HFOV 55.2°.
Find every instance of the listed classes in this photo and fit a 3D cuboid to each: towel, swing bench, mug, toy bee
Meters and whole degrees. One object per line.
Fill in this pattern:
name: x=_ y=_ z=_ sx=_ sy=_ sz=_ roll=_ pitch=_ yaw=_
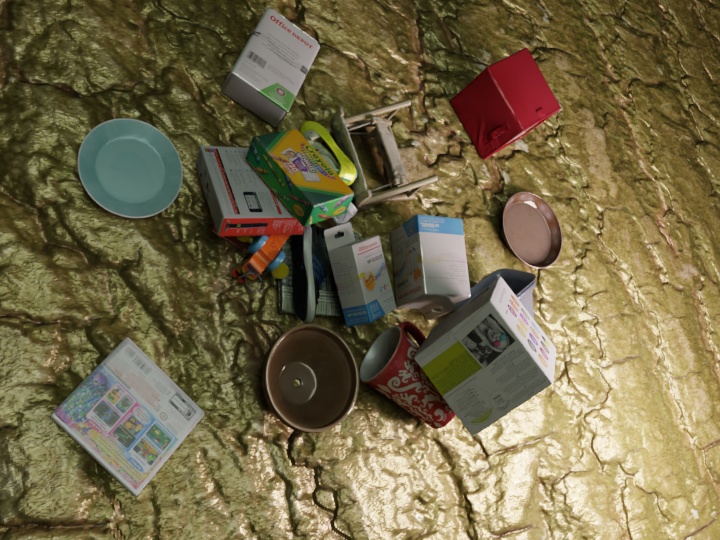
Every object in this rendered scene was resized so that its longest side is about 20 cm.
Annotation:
towel: x=-0.088 y=0.002 z=1.460 sx=0.195 sy=0.034 sz=0.199 roll=7 pitch=74 yaw=-29
swing bench: x=0.038 y=-0.256 z=1.552 sx=0.196 sy=0.129 sz=0.204 roll=-15 pitch=82 yaw=-26
mug: x=0.122 y=0.212 z=1.445 sx=0.199 sy=0.133 sz=0.180 roll=39 pitch=70 yaw=-16
toy bee: x=-0.208 y=-0.027 z=1.352 sx=0.199 sy=0.107 sz=0.133 roll=-34 pitch=96 yaw=-51

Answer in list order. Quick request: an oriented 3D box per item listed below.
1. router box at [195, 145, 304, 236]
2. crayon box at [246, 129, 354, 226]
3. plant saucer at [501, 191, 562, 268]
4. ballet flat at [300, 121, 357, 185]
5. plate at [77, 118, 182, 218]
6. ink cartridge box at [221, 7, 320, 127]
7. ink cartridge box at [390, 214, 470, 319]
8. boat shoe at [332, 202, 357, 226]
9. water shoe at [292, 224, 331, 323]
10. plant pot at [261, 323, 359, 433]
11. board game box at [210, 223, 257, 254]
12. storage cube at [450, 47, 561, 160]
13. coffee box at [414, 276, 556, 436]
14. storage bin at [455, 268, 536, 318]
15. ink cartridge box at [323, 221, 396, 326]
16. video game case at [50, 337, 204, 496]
router box: x=-0.214 y=-0.157 z=1.353 sx=0.175 sy=0.049 sz=0.203 roll=-2 pitch=50 yaw=-30
crayon box: x=-0.119 y=-0.185 z=1.350 sx=0.117 sy=0.059 sz=0.201 roll=-21 pitch=62 yaw=-44
plant saucer: x=0.435 y=-0.101 z=1.773 sx=0.195 sy=0.034 sz=0.206 roll=10 pitch=70 yaw=-27
ballet flat: x=-0.083 y=-0.256 z=1.474 sx=0.066 sy=0.068 sz=0.201 roll=-7 pitch=48 yaw=-50
plate: x=-0.441 y=-0.194 z=1.325 sx=0.195 sy=0.025 sz=0.206 roll=10 pitch=69 yaw=-26
ink cartridge box: x=-0.193 y=-0.443 z=1.504 sx=0.144 sy=0.084 sz=0.204 roll=31 pitch=62 yaw=-17
ink cartridge box: x=0.154 y=-0.002 z=1.532 sx=0.122 sy=0.128 sz=0.206 roll=4 pitch=72 yaw=-26
boat shoe: x=-0.096 y=-0.176 z=1.479 sx=0.072 sy=0.070 sz=0.201 roll=-45 pitch=85 yaw=0
water shoe: x=-0.091 y=0.005 z=1.396 sx=0.077 sy=0.071 sz=0.206 roll=5 pitch=76 yaw=-33
plant pot: x=-0.107 y=0.214 z=1.342 sx=0.196 sy=0.092 sz=0.207 roll=9 pitch=71 yaw=-25
board game box: x=-0.224 y=-0.140 z=1.431 sx=0.102 sy=0.019 sz=0.204 roll=32 pitch=62 yaw=-18
storage cube: x=0.368 y=-0.423 z=1.756 sx=0.198 sy=0.170 sz=0.183 roll=-30 pitch=89 yaw=-32
coffee box: x=0.257 y=0.169 z=1.389 sx=0.199 sy=0.199 sz=0.199 roll=51 pitch=22 yaw=2
storage bin: x=0.313 y=0.105 z=1.595 sx=0.198 sy=0.144 sz=0.138 roll=-31 pitch=117 yaw=-32
ink cartridge box: x=0.000 y=0.000 z=1.436 sx=0.114 sy=0.066 sz=0.206 roll=-23 pitch=100 yaw=-56
video game case: x=-0.403 y=0.253 z=1.208 sx=0.200 sy=0.024 sz=0.183 roll=46 pitch=59 yaw=-10
